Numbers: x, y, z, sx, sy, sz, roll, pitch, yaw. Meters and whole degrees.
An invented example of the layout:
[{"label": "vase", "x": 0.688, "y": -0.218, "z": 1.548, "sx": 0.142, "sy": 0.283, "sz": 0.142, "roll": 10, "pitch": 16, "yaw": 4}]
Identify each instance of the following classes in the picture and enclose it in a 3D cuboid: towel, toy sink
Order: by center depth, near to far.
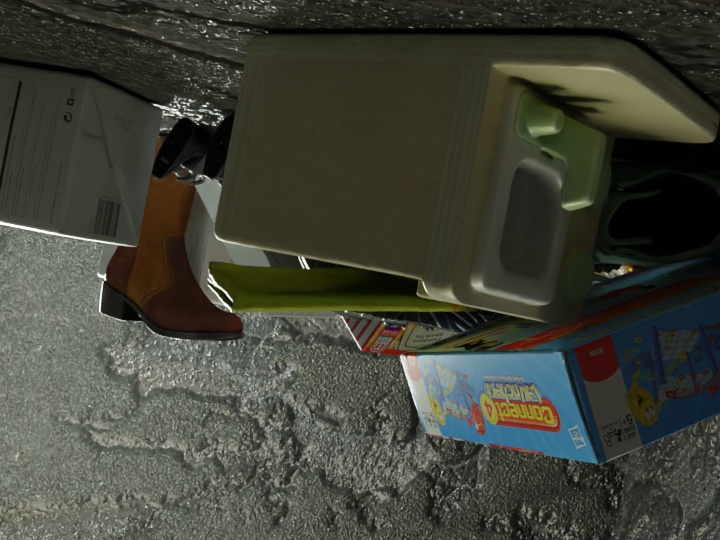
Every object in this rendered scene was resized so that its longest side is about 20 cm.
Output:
[{"label": "toy sink", "x": 0.049, "y": -0.040, "z": 0.485, "sx": 0.199, "sy": 0.113, "sz": 0.130, "roll": 10, "pitch": 180, "yaw": 37}, {"label": "towel", "x": 0.015, "y": 0.009, "z": 0.589, "sx": 0.199, "sy": 0.018, "sz": 0.086, "roll": 0, "pitch": -171, "yaw": -19}]

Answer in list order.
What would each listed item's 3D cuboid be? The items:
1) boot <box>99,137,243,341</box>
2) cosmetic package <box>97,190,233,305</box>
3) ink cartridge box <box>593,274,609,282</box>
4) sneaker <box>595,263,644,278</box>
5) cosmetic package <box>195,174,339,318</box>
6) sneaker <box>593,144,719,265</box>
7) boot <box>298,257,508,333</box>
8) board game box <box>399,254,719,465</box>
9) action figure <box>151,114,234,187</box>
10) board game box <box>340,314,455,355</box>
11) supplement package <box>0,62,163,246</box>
[{"label": "boot", "x": -0.182, "y": -0.034, "z": 1.053, "sx": 0.188, "sy": 0.201, "sz": 0.068, "roll": 15, "pitch": -176, "yaw": 37}, {"label": "cosmetic package", "x": -0.179, "y": -0.049, "z": 1.202, "sx": 0.199, "sy": 0.166, "sz": 0.164, "roll": 10, "pitch": 178, "yaw": 42}, {"label": "ink cartridge box", "x": 0.179, "y": -0.012, "z": 0.989, "sx": 0.199, "sy": 0.047, "sz": 0.198, "roll": 13, "pitch": -160, "yaw": 18}, {"label": "sneaker", "x": 0.208, "y": -0.031, "z": 0.831, "sx": 0.199, "sy": 0.078, "sz": 0.082, "roll": 18, "pitch": -174, "yaw": -35}, {"label": "cosmetic package", "x": -0.086, "y": -0.037, "z": 0.946, "sx": 0.082, "sy": 0.051, "sz": 0.200, "roll": 5, "pitch": -144, "yaw": -34}, {"label": "sneaker", "x": 0.129, "y": -0.040, "z": 0.610, "sx": 0.199, "sy": 0.074, "sz": 0.118, "roll": 0, "pitch": -178, "yaw": 22}, {"label": "boot", "x": 0.001, "y": 0.001, "z": 0.737, "sx": 0.164, "sy": 0.066, "sz": 0.200, "roll": 25, "pitch": 175, "yaw": -20}, {"label": "board game box", "x": 0.152, "y": 0.042, "z": 0.575, "sx": 0.199, "sy": 0.056, "sz": 0.196, "roll": -18, "pitch": -178, "yaw": -20}, {"label": "action figure", "x": -0.084, "y": -0.081, "z": 0.880, "sx": 0.130, "sy": 0.070, "sz": 0.200, "roll": 21, "pitch": -179, "yaw": 32}, {"label": "board game box", "x": 0.055, "y": 0.019, "z": 0.990, "sx": 0.199, "sy": 0.046, "sz": 0.152, "roll": 10, "pitch": -144, "yaw": -40}, {"label": "supplement package", "x": -0.282, "y": -0.097, "z": 0.809, "sx": 0.199, "sy": 0.121, "sz": 0.121, "roll": 11, "pitch": 180, "yaw": 18}]
